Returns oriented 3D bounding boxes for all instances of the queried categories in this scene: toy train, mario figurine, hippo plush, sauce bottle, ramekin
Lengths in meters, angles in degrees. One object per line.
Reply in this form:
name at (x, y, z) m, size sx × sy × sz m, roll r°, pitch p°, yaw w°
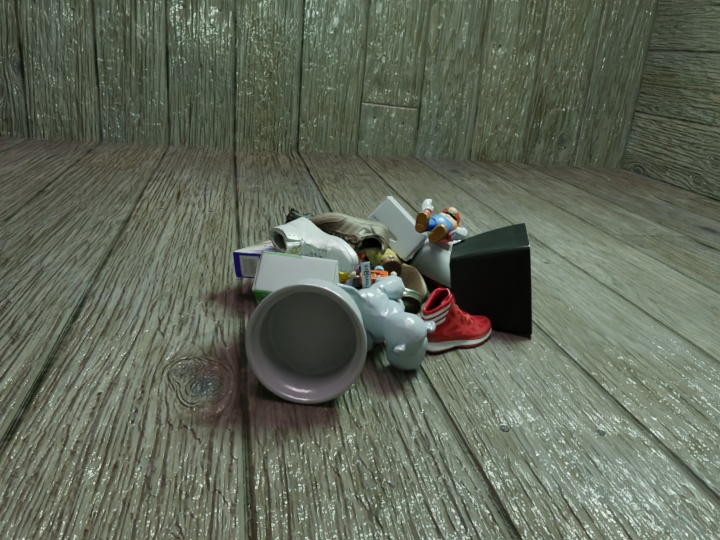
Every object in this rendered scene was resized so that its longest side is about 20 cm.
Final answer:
toy train at (0.000, 0.000, 1.409) m, size 0.148 × 0.056 × 0.201 m, roll 0°, pitch 26°, yaw -5°
mario figurine at (0.199, -0.124, 1.481) m, size 0.105 × 0.125 × 0.200 m, roll -20°, pitch 0°, yaw 22°
hippo plush at (0.069, 0.091, 1.147) m, size 0.160 × 0.202 × 0.159 m, roll 28°, pitch 51°, yaw 33°
sauce bottle at (0.043, -0.048, 1.530) m, size 0.065 × 0.067 × 0.200 m, roll -3°, pitch 31°, yaw -20°
ramekin at (-0.085, 0.110, 1.029) m, size 0.197 × 0.204 × 0.098 m, roll 6°, pitch 13°, yaw 3°

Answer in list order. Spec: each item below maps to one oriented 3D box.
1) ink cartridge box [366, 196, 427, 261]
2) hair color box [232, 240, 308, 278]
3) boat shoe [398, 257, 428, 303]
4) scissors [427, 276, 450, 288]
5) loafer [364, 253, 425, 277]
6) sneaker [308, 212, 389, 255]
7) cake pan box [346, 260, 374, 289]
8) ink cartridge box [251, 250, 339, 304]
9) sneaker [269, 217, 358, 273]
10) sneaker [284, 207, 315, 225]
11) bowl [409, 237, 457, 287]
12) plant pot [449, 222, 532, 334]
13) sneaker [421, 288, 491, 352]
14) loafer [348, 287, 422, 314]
ink cartridge box at (0.096, -0.111, 1.574) m, size 0.145 × 0.085 × 0.200 m, roll 45°, pitch 10°, yaw -2°
hair color box at (-0.184, -0.035, 1.419) m, size 0.108 × 0.066 × 0.199 m, roll 4°, pitch 15°, yaw 35°
boat shoe at (0.120, 0.028, 1.484) m, size 0.064 × 0.072 × 0.200 m, roll 32°, pitch 7°, yaw -31°
scissors at (0.179, -0.011, 1.603) m, size 0.072 × 0.014 × 0.201 m, roll 8°, pitch 31°, yaw -34°
loafer at (0.081, -0.020, 1.605) m, size 0.197 × 0.064 × 0.072 m, roll 5°, pitch 19°, yaw -4°
sneaker at (-0.029, -0.080, 1.414) m, size 0.197 × 0.071 × 0.076 m, roll 4°, pitch 47°, yaw -8°
cake pan box at (-0.075, 0.006, 1.522) m, size 0.198 × 0.053 × 0.184 m, roll 18°, pitch 26°, yaw 29°
ink cartridge box at (-0.116, 0.050, 1.175) m, size 0.144 × 0.085 × 0.201 m, roll 8°, pitch -24°, yaw 2°
sneaker at (-0.108, -0.041, 1.316) m, size 0.199 × 0.075 × 0.115 m, roll 31°, pitch 34°, yaw 29°
sneaker at (-0.189, -0.084, 1.578) m, size 0.198 × 0.115 × 0.076 m, roll -30°, pitch -3°, yaw -9°
bowl at (0.240, -0.028, 1.589) m, size 0.198 × 0.075 × 0.200 m, roll 27°, pitch 23°, yaw 10°
plant pot at (0.295, 0.016, 1.400) m, size 0.175 × 0.203 × 0.200 m, roll -2°, pitch 18°, yaw 14°
sneaker at (0.203, 0.092, 1.255) m, size 0.198 × 0.117 × 0.078 m, roll -12°, pitch 26°, yaw -39°
loafer at (0.046, 0.088, 1.315) m, size 0.197 × 0.076 × 0.070 m, roll -6°, pitch 34°, yaw -16°
